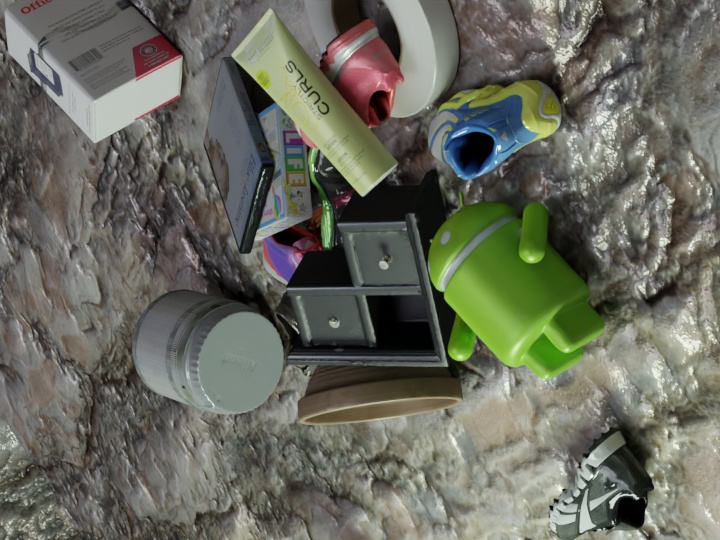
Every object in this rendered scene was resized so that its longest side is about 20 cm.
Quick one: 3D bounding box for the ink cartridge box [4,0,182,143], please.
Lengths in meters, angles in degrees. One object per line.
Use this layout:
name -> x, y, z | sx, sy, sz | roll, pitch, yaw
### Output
ink cartridge box -> -0.350, -0.285, 1.906 | 0.200, 0.144, 0.085 | 45, 149, 21

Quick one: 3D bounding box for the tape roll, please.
tape roll -> 0.018, -0.255, 1.487 | 0.202, 0.037, 0.204 | 37, 146, 31

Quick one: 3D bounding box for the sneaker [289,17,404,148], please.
sneaker -> -0.012, -0.169, 1.504 | 0.087, 0.074, 0.200 | 49, 150, 10

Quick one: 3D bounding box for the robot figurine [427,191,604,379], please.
robot figurine -> 0.149, 0.014, 1.467 | 0.200, 0.115, 0.176 | 48, 133, 19

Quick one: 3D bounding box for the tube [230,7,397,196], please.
tube -> -0.046, -0.164, 1.460 | 0.200, 0.058, 0.052 | 50, 178, 0

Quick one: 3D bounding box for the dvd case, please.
dvd case -> -0.151, -0.140, 1.765 | 0.143, 0.017, 0.201 | 110, 148, -42

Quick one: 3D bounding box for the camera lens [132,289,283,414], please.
camera lens -> -0.222, 0.116, 2.090 | 0.199, 0.159, 0.161 | 10, 127, 53

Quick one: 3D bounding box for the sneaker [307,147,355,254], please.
sneaker -> -0.007, -0.092, 1.669 | 0.083, 0.077, 0.202 | 1, 120, 22

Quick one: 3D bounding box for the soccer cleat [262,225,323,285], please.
soccer cleat -> -0.052, 0.000, 1.780 | 0.199, 0.068, 0.074 | 36, 141, 38

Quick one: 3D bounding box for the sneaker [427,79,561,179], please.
sneaker -> 0.102, -0.130, 1.410 | 0.076, 0.105, 0.199 | 60, 150, -6

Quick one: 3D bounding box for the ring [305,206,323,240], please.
ring -> -0.005, 0.013, 1.803 | 0.200, 0.019, 0.202 | 38, 146, 32

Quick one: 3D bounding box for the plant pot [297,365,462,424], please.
plant pot -> 0.019, 0.124, 1.735 | 0.201, 0.199, 0.094 | -30, 65, 61

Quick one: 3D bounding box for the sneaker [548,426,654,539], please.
sneaker -> 0.264, 0.258, 1.583 | 0.091, 0.066, 0.201 | 47, 147, 22

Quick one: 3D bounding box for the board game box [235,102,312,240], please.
board game box -> -0.111, -0.115, 1.741 | 0.200, 0.034, 0.136 | 164, 102, -67

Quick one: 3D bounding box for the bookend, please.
bookend -> 0.000, 0.000, 1.619 | 0.197, 0.092, 0.202 | 0, 123, 20

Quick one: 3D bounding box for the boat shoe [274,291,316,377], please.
boat shoe -> -0.065, 0.101, 1.910 | 0.074, 0.073, 0.201 | 24, 146, 48
